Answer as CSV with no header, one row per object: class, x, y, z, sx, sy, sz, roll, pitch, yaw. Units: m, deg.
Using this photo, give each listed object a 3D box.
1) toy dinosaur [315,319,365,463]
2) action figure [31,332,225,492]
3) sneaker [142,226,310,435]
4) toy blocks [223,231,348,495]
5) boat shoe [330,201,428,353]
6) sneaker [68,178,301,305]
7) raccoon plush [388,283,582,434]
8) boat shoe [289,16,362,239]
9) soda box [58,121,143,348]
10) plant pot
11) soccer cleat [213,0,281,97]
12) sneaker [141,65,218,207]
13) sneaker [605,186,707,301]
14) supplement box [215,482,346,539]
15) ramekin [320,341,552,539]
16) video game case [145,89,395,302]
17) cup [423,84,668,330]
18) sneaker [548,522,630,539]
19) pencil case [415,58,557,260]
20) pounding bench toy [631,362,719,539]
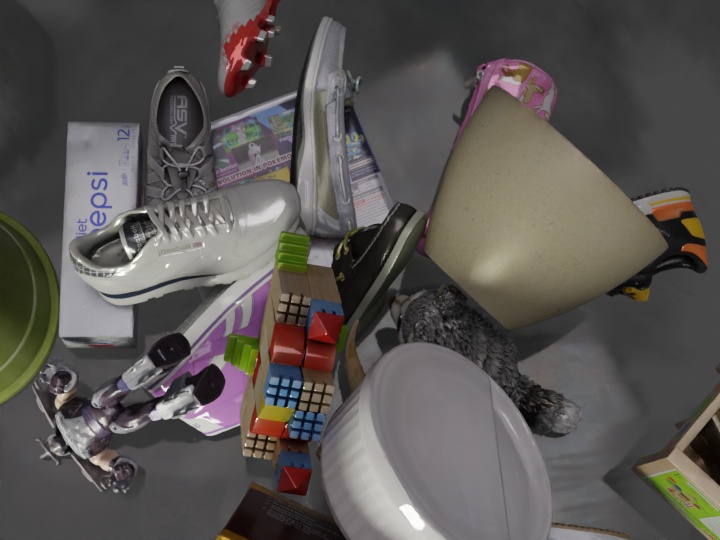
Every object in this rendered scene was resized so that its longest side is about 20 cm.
toy dinosaur,0.008,0.144,1.334,0.101,0.058,0.201,-34,105,-9
action figure,-0.215,0.121,1.290,0.200,0.069,0.130,-31,105,31
sneaker,-0.092,0.060,1.333,0.114,0.073,0.201,42,99,-9
toy blocks,-0.057,0.088,1.231,0.099,0.137,0.201,10,110,-11
boat shoe,0.000,0.000,1.301,0.060,0.201,0.072,38,53,7
sneaker,-0.146,-0.030,1.266,0.199,0.081,0.077,-22,61,5
raccoon plush,0.116,0.072,1.320,0.199,0.134,0.097,15,76,0
boat shoe,-0.027,-0.129,1.366,0.064,0.074,0.203,5,82,-8
soda box,-0.234,-0.032,1.357,0.068,0.063,0.201,0,78,-4
plant pot,-0.370,0.016,1.276,0.199,0.190,0.201,1,78,-2
soccer cleat,-0.114,-0.256,1.415,0.085,0.069,0.201,14,74,8
sneaker,-0.166,-0.088,1.342,0.074,0.082,0.201,-7,79,-4
sneaker,0.227,-0.007,1.377,0.199,0.070,0.090,-19,77,-9
supplement box,-0.040,0.290,1.219,0.196,0.200,0.133,24,94,2
ramekin,0.056,0.167,1.217,0.094,0.202,0.203,-39,80,34
video game case,-0.077,-0.066,1.396,0.199,0.023,0.183,-21,80,-6
cup,0.137,-0.035,1.259,0.200,0.200,0.143,43,94,6
sneaker,0.137,0.274,1.313,0.199,0.070,0.109,8,76,-5
pencil case,0.116,-0.095,1.383,0.086,0.083,0.201,18,78,7
pounding bench toy,0.375,0.180,1.319,0.200,0.124,0.156,42,79,5
